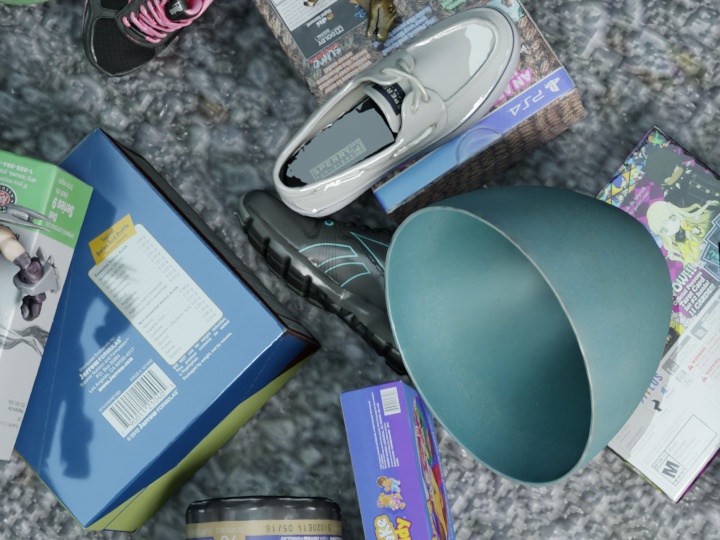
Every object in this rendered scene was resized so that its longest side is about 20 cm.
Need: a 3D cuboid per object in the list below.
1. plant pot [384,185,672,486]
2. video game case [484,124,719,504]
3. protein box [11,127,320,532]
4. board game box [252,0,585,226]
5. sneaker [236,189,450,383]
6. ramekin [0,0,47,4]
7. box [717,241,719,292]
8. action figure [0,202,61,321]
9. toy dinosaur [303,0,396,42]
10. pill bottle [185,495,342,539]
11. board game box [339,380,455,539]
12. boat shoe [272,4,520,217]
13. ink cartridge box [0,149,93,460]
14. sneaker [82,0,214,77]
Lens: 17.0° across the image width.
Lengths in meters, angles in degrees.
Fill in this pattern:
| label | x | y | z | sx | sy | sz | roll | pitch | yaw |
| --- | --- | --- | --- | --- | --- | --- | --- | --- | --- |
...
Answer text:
| label | x | y | z | sx | sy | sz | roll | pitch | yaw |
| --- | --- | --- | --- | --- | --- | --- | --- | --- | --- |
| plant pot | 0.130 | 0.024 | 1.612 | 0.134 | 0.200 | 0.201 | -28 | 76 | -32 |
| video game case | 0.214 | 0.031 | 1.694 | 0.181 | 0.036 | 0.200 | 39 | 90 | 12 |
| protein box | -0.174 | 0.045 | 1.707 | 0.199 | 0.135 | 0.200 | -44 | 78 | 2 |
| board game box | 0.040 | -0.157 | 1.718 | 0.159 | 0.097 | 0.201 | -32 | 78 | 4 |
| sneaker | 0.000 | 0.000 | 1.725 | 0.200 | 0.075 | 0.079 | 38 | 78 | 4 |
| ramekin | -0.260 | -0.293 | 1.768 | 0.199 | 0.098 | 0.202 | -5 | 78 | 23 |
| box | 0.329 | 0.074 | 1.637 | 0.160 | 0.049 | 0.202 | -2 | 90 | -4 |
| action figure | -0.262 | 0.027 | 1.538 | 0.129 | 0.069 | 0.202 | 5 | 80 | 15 |
| toy dinosaur | -0.014 | -0.256 | 1.673 | 0.100 | 0.058 | 0.202 | -1 | 88 | -6 |
| pill bottle | -0.066 | 0.260 | 1.671 | 0.111 | 0.112 | 0.202 | -3 | 81 | 9 |
| board game box | 0.035 | 0.183 | 1.653 | 0.044 | 0.134 | 0.202 | -12 | 80 | 8 |
| boat shoe | 0.022 | -0.112 | 1.631 | 0.199 | 0.066 | 0.072 | -33 | 78 | 5 |
| ink cartridge box | -0.283 | 0.014 | 1.617 | 0.145 | 0.084 | 0.201 | 15 | 85 | 11 |
| sneaker | -0.137 | -0.202 | 1.725 | 0.079 | 0.096 | 0.200 | 30 | 124 | -23 |
